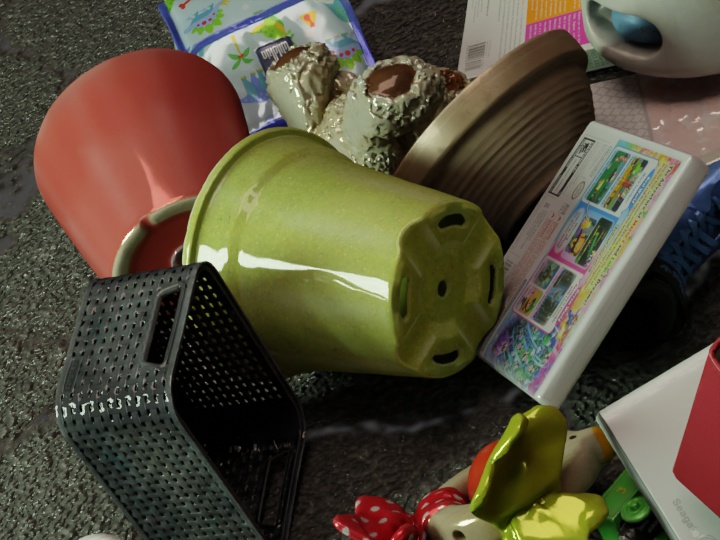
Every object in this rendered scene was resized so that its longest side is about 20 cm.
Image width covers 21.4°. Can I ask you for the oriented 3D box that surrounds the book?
[{"bbox_3d":[0.190,-0.228,1.746,0.198,0.048,0.134,-11,40,21],"label":"book"}]

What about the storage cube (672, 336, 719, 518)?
[{"bbox_3d":[0.305,0.091,1.105,0.200,0.180,0.171,-38,67,-16],"label":"storage cube"}]

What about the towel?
[{"bbox_3d":[0.273,-0.116,1.565,0.189,0.032,0.201,-16,37,12],"label":"towel"}]

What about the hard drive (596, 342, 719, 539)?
[{"bbox_3d":[0.271,0.099,1.233,0.199,0.026,0.132,-30,76,-7],"label":"hard drive"}]

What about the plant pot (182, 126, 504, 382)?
[{"bbox_3d":[0.000,0.000,1.428,0.183,0.201,0.201,10,48,42],"label":"plant pot"}]

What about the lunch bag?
[{"bbox_3d":[-0.083,-0.201,1.817,0.169,0.128,0.201,-24,48,-3],"label":"lunch bag"}]

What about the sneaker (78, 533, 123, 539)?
[{"bbox_3d":[-0.250,0.261,1.380,0.199,0.076,0.088,-34,23,-23],"label":"sneaker"}]

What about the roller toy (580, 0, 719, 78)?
[{"bbox_3d":[0.273,-0.251,1.594,0.181,0.141,0.201,-4,35,10],"label":"roller toy"}]

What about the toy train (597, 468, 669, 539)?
[{"bbox_3d":[0.229,0.114,1.293,0.200,0.042,0.056,-45,29,-25],"label":"toy train"}]

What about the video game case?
[{"bbox_3d":[0.157,-0.009,1.390,0.201,0.024,0.182,-57,20,2],"label":"video game case"}]

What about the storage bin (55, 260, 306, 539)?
[{"bbox_3d":[-0.124,0.105,1.365,0.093,0.201,0.136,-9,46,21],"label":"storage bin"}]

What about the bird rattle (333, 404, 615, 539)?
[{"bbox_3d":[0.089,0.162,1.282,0.199,0.113,0.163,-31,0,44],"label":"bird rattle"}]

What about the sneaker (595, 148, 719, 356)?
[{"bbox_3d":[0.233,-0.008,1.396,0.199,0.077,0.112,-30,30,11],"label":"sneaker"}]

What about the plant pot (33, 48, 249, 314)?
[{"bbox_3d":[-0.168,-0.060,1.636,0.199,0.201,0.178,-26,45,-2],"label":"plant pot"}]

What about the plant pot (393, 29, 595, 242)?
[{"bbox_3d":[0.124,-0.091,1.530,0.200,0.201,0.093,-39,76,-18],"label":"plant pot"}]

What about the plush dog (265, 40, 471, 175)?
[{"bbox_3d":[0.037,-0.125,1.650,0.171,0.162,0.199,-23,24,-33],"label":"plush dog"}]
